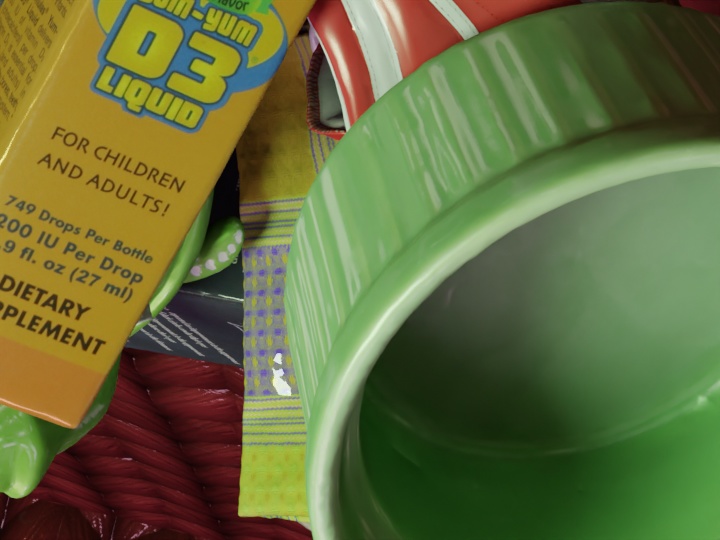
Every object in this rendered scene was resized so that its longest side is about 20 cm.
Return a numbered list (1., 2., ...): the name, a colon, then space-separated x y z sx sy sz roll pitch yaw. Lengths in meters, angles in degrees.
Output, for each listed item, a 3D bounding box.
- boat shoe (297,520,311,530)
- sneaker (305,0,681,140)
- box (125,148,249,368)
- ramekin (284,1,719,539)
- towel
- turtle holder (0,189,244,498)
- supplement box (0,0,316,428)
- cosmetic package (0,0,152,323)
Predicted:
1. boat shoe: 0.048 0.080 1.099 0.200 0.075 0.073 11 158 -44
2. sneaker: 0.055 -0.046 0.815 0.112 0.071 0.200 -29 132 11
3. box: -0.029 -0.017 1.125 0.200 0.105 0.148 9 167 15
4. ramekin: 0.073 0.020 0.760 0.200 0.200 0.098 20 -151 -28
5. towel: 0.000 0.000 0.986 0.023 0.200 0.143 -3 -176 -44
6. turtle holder: -0.137 -0.025 0.989 0.141 0.186 0.132 34 -155 25
7. supplement box: -0.071 -0.058 0.765 0.066 0.200 0.069 22 -165 -26
8. cosmetic package: -0.174 -0.039 0.900 0.200 0.151 0.052 -9 -178 36
